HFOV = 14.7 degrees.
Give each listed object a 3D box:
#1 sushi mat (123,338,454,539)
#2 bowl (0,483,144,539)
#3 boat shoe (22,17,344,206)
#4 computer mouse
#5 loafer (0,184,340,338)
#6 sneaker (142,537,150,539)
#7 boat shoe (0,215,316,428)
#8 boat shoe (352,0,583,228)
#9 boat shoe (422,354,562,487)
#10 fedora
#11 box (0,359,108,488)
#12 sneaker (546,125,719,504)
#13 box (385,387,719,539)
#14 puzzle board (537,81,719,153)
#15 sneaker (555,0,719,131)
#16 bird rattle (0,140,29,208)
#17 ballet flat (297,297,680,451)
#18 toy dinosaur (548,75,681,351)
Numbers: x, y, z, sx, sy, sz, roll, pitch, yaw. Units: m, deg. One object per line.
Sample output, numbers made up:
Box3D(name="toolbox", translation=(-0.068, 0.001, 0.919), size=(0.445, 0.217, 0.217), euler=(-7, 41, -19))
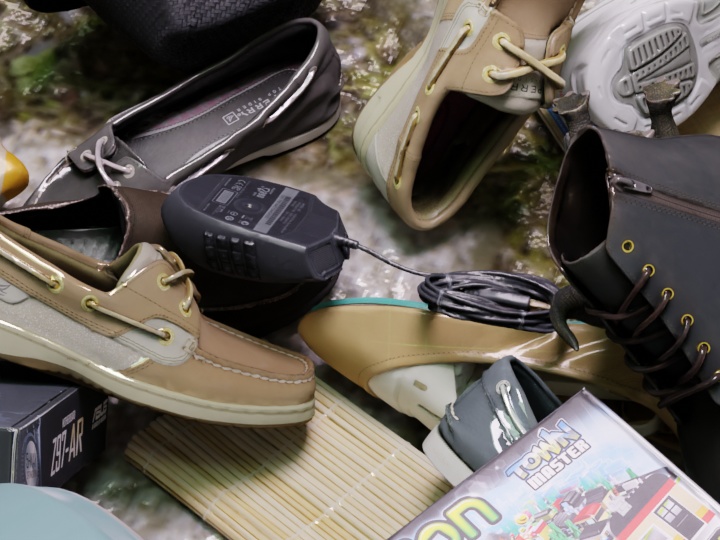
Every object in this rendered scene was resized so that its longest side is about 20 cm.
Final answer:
Box3D(name="sushi mat", translation=(-0.009, 0.109, 1.299), size=(0.200, 0.012, 0.096), euler=(35, 59, 29))
Box3D(name="bowl", translation=(-0.127, 0.164, 1.131), size=(0.200, 0.202, 0.105), euler=(32, 61, 28))
Box3D(name="boat shoe", translation=(-0.096, -0.069, 1.429), size=(0.199, 0.057, 0.067), euler=(-31, 55, -21))
Box3D(name="computer mouse", translation=(0.000, 0.000, 1.301), size=(0.199, 0.034, 0.059), euler=(18, 29, 13))
Box3D(name="loafer", translation=(-0.104, -0.004, 1.351), size=(0.198, 0.071, 0.073), euler=(-8, 65, -8))
Box3D(name="sneaker", translation=(-0.141, 0.140, 1.240), size=(0.198, 0.078, 0.079), euler=(1, 47, 3))
Box3D(name="boat shoe", translation=(-0.108, 0.020, 1.288), size=(0.199, 0.067, 0.074), euler=(17, 11, -15))
Box3D(name="boat shoe", translation=(0.068, -0.102, 1.360), size=(0.074, 0.200, 0.067), euler=(4, 45, -32))
Box3D(name="boat shoe", translation=(0.114, 0.113, 1.232), size=(0.200, 0.073, 0.062), euler=(39, 101, 27))
Box3D(name="fedora", translation=(-0.074, -0.162, 1.456), size=(0.200, 0.201, 0.092), euler=(-30, 79, -20))
Box3D(name="box", translation=(-0.229, 0.068, 1.270), size=(0.198, 0.044, 0.160), euler=(5, 9, 9))
Box3D(name="sneaker", translation=(0.135, 0.037, 1.200), size=(0.106, 0.075, 0.202), euler=(7, 68, -34))
Box3D(name="box", translation=(0.057, 0.145, 1.152), size=(0.200, 0.035, 0.110), euler=(-36, 58, -22))
Box3D(name="puzzle board", translation=(0.195, -0.047, 1.418), size=(0.150, 0.017, 0.201), euler=(-21, 50, -12))
Box3D(name="sneaker", translation=(0.171, -0.131, 1.434), size=(0.199, 0.079, 0.099), euler=(-19, 21, -28))
Box3D(name="bird rattle", translation=(-0.261, -0.060, 1.412), size=(0.200, 0.113, 0.163), euler=(-38, 73, -22))
Box3D(name="ballet flat", translation=(0.066, 0.051, 1.312), size=(0.198, 0.069, 0.063), euler=(3, 67, 9))
Box3D(name="toy dinosaur", translation=(0.127, -0.022, 1.296), size=(0.076, 0.103, 0.201), euler=(-15, 36, 12))
